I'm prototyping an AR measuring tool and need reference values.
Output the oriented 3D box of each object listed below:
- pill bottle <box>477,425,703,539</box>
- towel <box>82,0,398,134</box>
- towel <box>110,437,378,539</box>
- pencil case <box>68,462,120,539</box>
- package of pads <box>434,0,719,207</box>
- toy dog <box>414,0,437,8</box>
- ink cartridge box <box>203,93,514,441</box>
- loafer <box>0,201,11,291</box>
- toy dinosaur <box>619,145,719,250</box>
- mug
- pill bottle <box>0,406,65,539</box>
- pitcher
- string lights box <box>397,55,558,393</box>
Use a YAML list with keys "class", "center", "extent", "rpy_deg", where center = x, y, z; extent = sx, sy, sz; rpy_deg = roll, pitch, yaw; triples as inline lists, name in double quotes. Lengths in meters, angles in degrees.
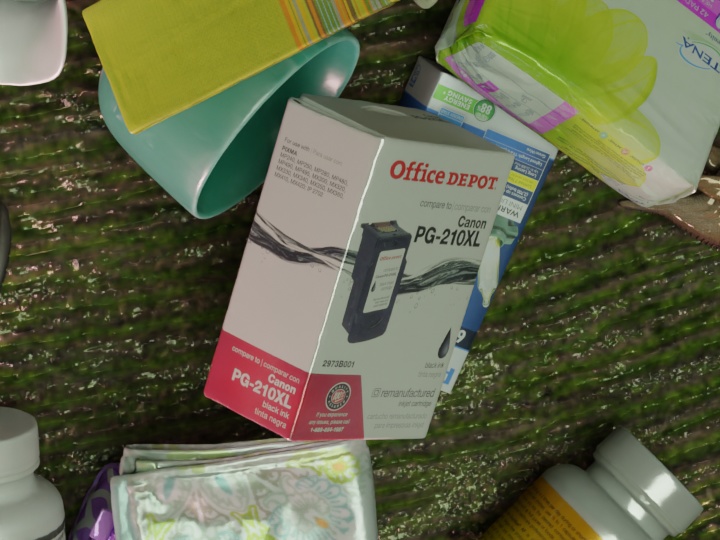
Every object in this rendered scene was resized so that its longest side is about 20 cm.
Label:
- class: "pill bottle"
  center: [0.141, 0.207, 1.864]
  extent: [0.200, 0.113, 0.113]
  rpy_deg: [-45, 111, 0]
- class: "towel"
  center: [-0.070, -0.159, 1.589]
  extent: [0.199, 0.018, 0.087]
  rpy_deg: [-25, 81, 23]
- class: "towel"
  center: [-0.070, 0.205, 1.734]
  extent: [0.170, 0.048, 0.201]
  rpy_deg: [-5, 100, -1]
- class: "pencil case"
  center: [-0.100, 0.200, 1.814]
  extent: [0.199, 0.086, 0.084]
  rpy_deg: [23, 99, -18]
- class: "package of pads"
  center: [0.158, -0.152, 1.764]
  extent: [0.199, 0.068, 0.155]
  rpy_deg: [33, 64, -20]
- class: "toy dog"
  center: [-0.024, -0.265, 1.665]
  extent: [0.199, 0.194, 0.140]
  rpy_deg: [32, 112, 13]
- class: "ink cartridge box"
  center: [0.000, 0.000, 1.691]
  extent: [0.144, 0.084, 0.201]
  rpy_deg: [3, 108, -52]
- class: "loafer"
  center: [-0.293, 0.036, 1.724]
  extent: [0.071, 0.073, 0.201]
  rpy_deg: [30, 95, -21]
- class: "toy dinosaur"
  center: [0.288, -0.056, 1.851]
  extent: [0.199, 0.086, 0.136]
  rpy_deg: [-28, 117, 0]
- class: "mug"
  center: [-0.083, -0.138, 1.686]
  extent: [0.114, 0.152, 0.185]
  rpy_deg: [43, 108, 11]
- class: "pill bottle"
  center: [-0.248, 0.196, 1.760]
  extent: [0.110, 0.111, 0.201]
  rpy_deg: [-5, 106, -13]
- class: "pitcher"
  center: [-0.196, -0.237, 1.596]
  extent: [0.120, 0.201, 0.172]
  rpy_deg: [4, 135, 14]
- class: "string lights box"
  center: [0.050, -0.031, 1.804]
  extent: [0.102, 0.059, 0.201]
  rpy_deg: [20, 99, -20]
